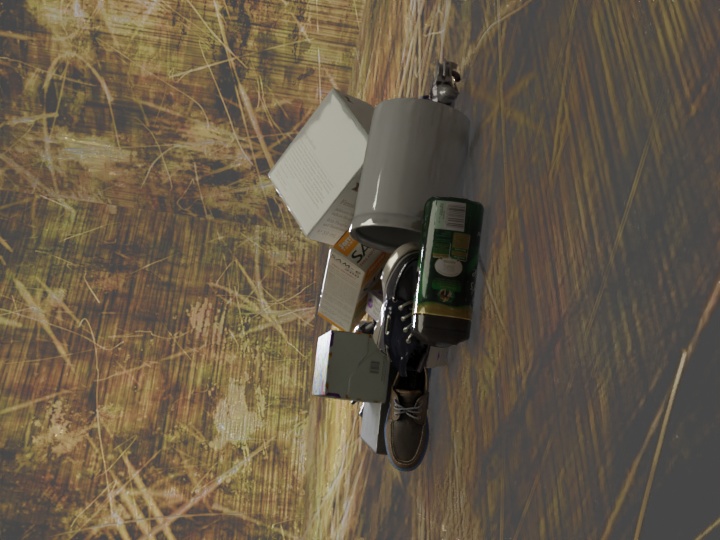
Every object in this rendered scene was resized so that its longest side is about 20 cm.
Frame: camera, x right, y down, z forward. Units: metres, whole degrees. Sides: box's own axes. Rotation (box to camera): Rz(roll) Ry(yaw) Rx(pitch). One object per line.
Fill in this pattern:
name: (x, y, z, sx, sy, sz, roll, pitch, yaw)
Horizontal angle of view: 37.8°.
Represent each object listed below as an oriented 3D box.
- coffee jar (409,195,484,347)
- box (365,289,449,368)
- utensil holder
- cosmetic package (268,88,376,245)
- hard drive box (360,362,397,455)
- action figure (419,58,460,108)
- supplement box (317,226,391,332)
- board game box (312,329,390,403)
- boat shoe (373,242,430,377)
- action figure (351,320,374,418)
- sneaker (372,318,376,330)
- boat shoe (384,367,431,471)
coffee jar: (0.120, 0.005, 1.456, 0.104, 0.083, 0.204, 109, 168, -84)
box: (0.071, 0.089, 1.653, 0.200, 0.038, 0.042, 42, 127, 52)
utensil holder: (0.081, -0.139, 1.604, 0.170, 0.167, 0.204, 128, 153, -77)
cosmetic package: (-0.018, -0.167, 1.804, 0.201, 0.166, 0.167, -50, 53, 22)
hard drive box: (0.056, 0.228, 1.809, 0.200, 0.075, 0.159, 171, 106, -83)
action figure: (0.132, -0.280, 1.757, 0.200, 0.068, 0.133, 161, 123, -78)
supplement box: (0.000, 0.000, 1.755, 0.126, 0.073, 0.201, -50, -15, -31)
board game box: (-0.017, 0.161, 1.738, 0.200, 0.101, 0.107, 138, 139, -79)
boat shoe: (0.075, 0.062, 1.537, 0.093, 0.073, 0.203, 52, 147, 39)
action figure: (0.021, 0.171, 2.080, 0.202, 0.102, 0.196, 102, 163, -47)
sneaker: (0.073, 0.041, 1.998, 0.083, 0.070, 0.204, 9, -91, -73)
boat shoe: (0.072, 0.209, 1.642, 0.073, 0.071, 0.204, 76, -163, -64)
